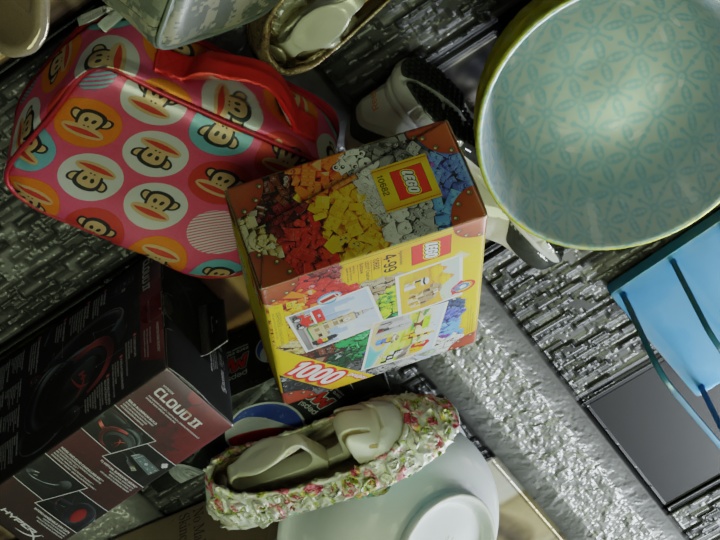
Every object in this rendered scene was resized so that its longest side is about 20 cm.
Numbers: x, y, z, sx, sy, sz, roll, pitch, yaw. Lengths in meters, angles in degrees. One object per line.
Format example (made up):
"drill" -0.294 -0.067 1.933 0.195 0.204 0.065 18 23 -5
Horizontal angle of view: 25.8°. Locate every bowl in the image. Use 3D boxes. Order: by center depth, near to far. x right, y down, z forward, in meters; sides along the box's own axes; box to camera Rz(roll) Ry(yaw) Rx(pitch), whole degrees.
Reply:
"bowl" 0.165 -0.125 1.061 0.200 0.108 0.200 -5 125 -7
"bowl" 0.040 0.205 1.220 0.201 0.090 0.201 -10 108 -35

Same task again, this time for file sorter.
"file sorter" 0.317 0.031 1.183 0.200 0.123 0.139 -35 121 15

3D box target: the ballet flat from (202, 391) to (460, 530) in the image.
"ballet flat" -0.024 0.135 1.149 0.200 0.076 0.064 -24 140 2

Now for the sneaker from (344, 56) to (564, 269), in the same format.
"sneaker" 0.070 -0.067 1.120 0.080 0.074 0.200 -32 119 30

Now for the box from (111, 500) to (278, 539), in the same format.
"box" -0.125 0.247 1.280 0.200 0.095 0.078 -24 123 6

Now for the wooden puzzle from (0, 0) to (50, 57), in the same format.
"wooden puzzle" -0.209 -0.248 0.892 0.046 0.185 0.200 -12 129 -37

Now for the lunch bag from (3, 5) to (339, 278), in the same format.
"lunch bag" -0.116 -0.085 1.034 0.200 0.082 0.176 25 137 -27

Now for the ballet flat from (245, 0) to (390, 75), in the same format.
"ballet flat" 0.008 -0.194 1.016 0.070 0.065 0.200 38 111 -26

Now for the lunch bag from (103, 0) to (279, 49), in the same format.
"lunch bag" -0.107 -0.255 0.894 0.168 0.139 0.200 39 131 16

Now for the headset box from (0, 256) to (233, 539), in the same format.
"headset box" -0.177 0.086 1.127 0.200 0.149 0.075 -35 123 14

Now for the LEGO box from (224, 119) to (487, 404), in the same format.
"LEGO box" 0.000 0.000 1.048 0.149 0.077 0.200 -18 156 -6

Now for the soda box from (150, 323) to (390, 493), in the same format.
"soda box" -0.083 0.090 1.191 0.200 0.071 0.063 -24 130 8
